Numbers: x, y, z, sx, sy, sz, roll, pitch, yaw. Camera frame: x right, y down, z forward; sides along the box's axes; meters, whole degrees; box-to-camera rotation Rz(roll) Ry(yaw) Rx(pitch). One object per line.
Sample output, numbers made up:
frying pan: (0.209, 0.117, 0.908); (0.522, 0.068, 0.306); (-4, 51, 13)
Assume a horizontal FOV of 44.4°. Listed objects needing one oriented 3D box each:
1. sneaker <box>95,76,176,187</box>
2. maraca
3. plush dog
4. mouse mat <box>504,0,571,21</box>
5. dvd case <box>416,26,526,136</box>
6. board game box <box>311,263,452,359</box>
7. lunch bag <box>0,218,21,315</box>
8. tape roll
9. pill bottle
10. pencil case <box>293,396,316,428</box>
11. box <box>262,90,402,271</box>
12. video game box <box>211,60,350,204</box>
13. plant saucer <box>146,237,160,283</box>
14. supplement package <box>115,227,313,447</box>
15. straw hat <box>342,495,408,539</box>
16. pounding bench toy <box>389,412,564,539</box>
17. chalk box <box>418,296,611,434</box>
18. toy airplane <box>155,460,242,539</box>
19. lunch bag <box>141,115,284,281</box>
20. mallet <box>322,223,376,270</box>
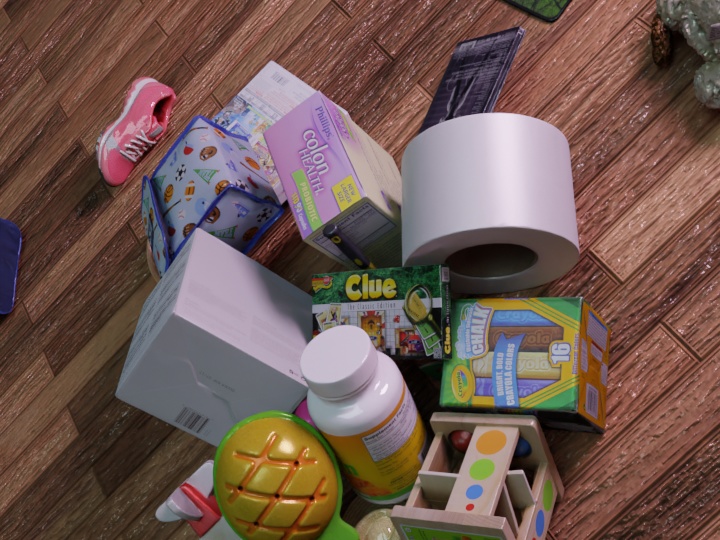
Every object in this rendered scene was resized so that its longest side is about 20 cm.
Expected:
sneaker: (-0.377, -0.233, 1.490); (0.086, 0.074, 0.202); (18, 81, 34)
maraca: (-0.080, 0.250, 0.958); (0.136, 0.107, 0.202); (-24, 94, 0)
plush dog: (0.409, -0.310, 1.009); (0.200, 0.160, 0.172); (-49, 31, 6)
mouse mat: (0.268, -0.450, 1.221); (0.161, 0.008, 0.201); (39, 93, 36)
dvd case: (0.135, -0.221, 1.167); (0.148, 0.016, 0.202); (10, 75, 63)
board game box: (0.020, 0.051, 1.023); (0.199, 0.023, 0.106); (-6, 82, 42)
lunch bag: (-0.699, 0.003, 1.557); (0.131, 0.136, 0.202); (-10, 68, 28)
tape roll: (0.148, -0.072, 1.027); (0.201, 0.202, 0.141); (-11, 66, 27)
pill bottle: (0.006, 0.160, 0.990); (0.110, 0.201, 0.112); (-16, 37, 12)
pencil case: (-0.056, 0.195, 1.116); (0.200, 0.093, 0.091); (-44, 54, 12)
box: (-0.011, -0.097, 1.135); (0.096, 0.200, 0.177); (-32, 58, 16)
video game box: (-0.134, -0.204, 1.328); (0.182, 0.047, 0.200); (-44, 54, -8)
plant saucer: (-0.243, -0.054, 1.361); (0.198, 0.037, 0.202); (-12, 66, 28)
supplement package: (-0.174, 0.091, 1.108); (0.147, 0.190, 0.201); (-50, 20, 23)
straw hat: (0.029, 0.321, 1.017); (0.199, 0.085, 0.203); (-11, 66, 27)
pounding bench toy: (0.144, 0.268, 0.953); (0.123, 0.201, 0.157); (-3, 38, 32)
chalk box: (0.167, 0.106, 0.993); (0.198, 0.125, 0.125); (-1, 71, 30)
toy airplane: (-0.153, 0.327, 1.041); (0.141, 0.197, 0.202); (-108, 19, -68)
lunch bag: (-0.228, -0.082, 1.225); (0.200, 0.123, 0.171); (-46, 47, 21)
mallet: (0.000, 0.000, 1.091); (0.065, 0.200, 0.041); (-26, 54, 23)
